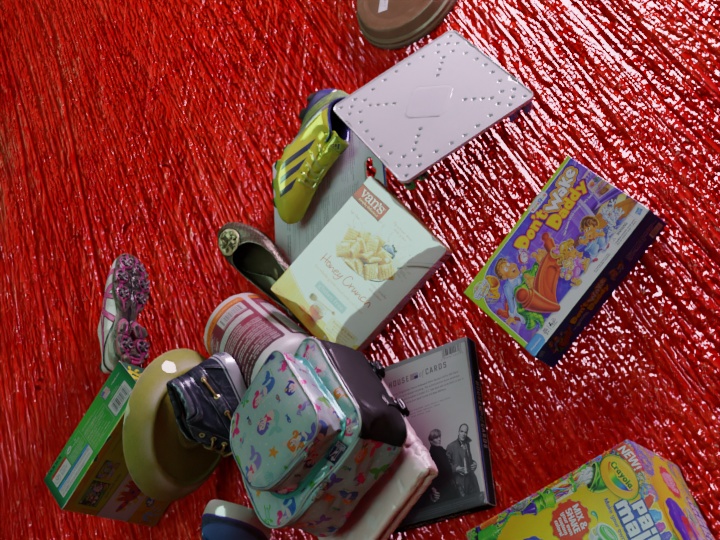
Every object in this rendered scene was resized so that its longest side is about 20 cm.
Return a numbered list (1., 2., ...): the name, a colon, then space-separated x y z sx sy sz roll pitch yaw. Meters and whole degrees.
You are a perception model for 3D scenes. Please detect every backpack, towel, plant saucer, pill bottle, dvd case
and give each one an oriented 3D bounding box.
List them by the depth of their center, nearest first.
1. backpack: -0.060 0.198 1.186 0.200 0.150 0.178 -61 38 21
2. dvd case: 0.079 0.193 1.215 0.150 0.025 0.200 -24 56 32
3. towel: -0.003 0.236 1.234 0.191 0.032 0.200 -57 38 18
4. pill bottle: -0.113 0.117 1.362 0.200 0.109 0.110 35 95 45
5. plant saucer: -0.229 0.203 1.364 0.031 0.200 0.200 1 71 32
6. plant saucer: 0.068 -0.417 1.514 0.200 0.029 0.201 -18 60 35

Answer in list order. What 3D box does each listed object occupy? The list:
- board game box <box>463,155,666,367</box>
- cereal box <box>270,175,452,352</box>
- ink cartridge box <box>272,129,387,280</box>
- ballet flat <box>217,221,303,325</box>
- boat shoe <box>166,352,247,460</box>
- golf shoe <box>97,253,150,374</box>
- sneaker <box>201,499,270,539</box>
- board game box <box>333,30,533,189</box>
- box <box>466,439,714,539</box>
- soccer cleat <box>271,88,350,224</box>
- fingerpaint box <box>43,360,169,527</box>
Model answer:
1. board game box: 0.225 -0.012 1.168 0.200 0.045 0.134 -54 45 8
2. cereal box: 0.000 0.000 1.324 0.144 0.040 0.200 44 101 18
3. ink cartridge box: -0.035 -0.098 1.444 0.200 0.043 0.197 -22 56 29
4. ballet flat: -0.124 0.006 1.408 0.200 0.046 0.067 43 117 14
5. boat shoe: -0.173 0.211 1.323 0.071 0.091 0.201 -22 93 60
6. golf shoe: -0.387 0.068 1.655 0.092 0.073 0.200 -24 56 33
7. sneaker: -0.161 0.372 1.228 0.080 0.200 0.147 12 56 7
8. board game box: 0.092 -0.210 1.345 0.200 0.026 0.200 -34 47 -5
9. box: 0.233 0.299 0.960 0.193 0.122 0.200 -37 50 22
10. soccer cleat: -0.060 -0.158 1.424 0.084 0.065 0.201 12 77 36
11. fingerpaint box: -0.308 0.242 1.434 0.073 0.167 0.200 38 98 43
